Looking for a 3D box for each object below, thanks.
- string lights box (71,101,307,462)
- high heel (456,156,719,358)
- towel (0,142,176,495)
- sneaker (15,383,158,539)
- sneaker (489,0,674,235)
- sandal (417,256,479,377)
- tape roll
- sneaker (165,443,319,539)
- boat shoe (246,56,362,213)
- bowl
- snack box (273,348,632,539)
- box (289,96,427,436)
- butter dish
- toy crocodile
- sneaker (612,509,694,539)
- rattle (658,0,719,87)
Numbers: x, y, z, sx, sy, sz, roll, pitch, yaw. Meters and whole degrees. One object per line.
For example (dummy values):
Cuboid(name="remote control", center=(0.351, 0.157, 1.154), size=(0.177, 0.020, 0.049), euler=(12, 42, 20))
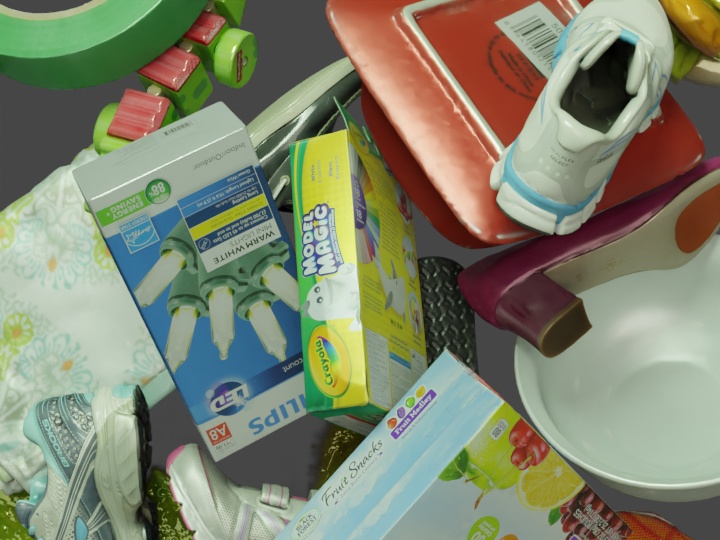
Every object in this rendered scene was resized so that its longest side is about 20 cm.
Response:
Cuboid(name="string lights box", center=(-0.090, 0.010, 0.727), size=(0.102, 0.059, 0.201), euler=(-27, 120, -11))
Cuboid(name="high heel", center=(0.160, -0.029, 0.774), size=(0.199, 0.096, 0.068), euler=(-34, 133, -17))
Cuboid(name="towel", center=(-0.206, 0.035, 0.798), size=(0.199, 0.048, 0.172), euler=(-36, 92, -1))
Cuboid(name="sneaker", center=(-0.181, 0.169, 0.773), size=(0.086, 0.078, 0.202), euler=(0, 107, -2))
Cuboid(name="sneaker", center=(0.143, -0.110, 0.651), size=(0.075, 0.087, 0.201), euler=(27, 52, 3))
Cuboid(name="sandal", center=(0.054, 0.092, 0.814), size=(0.074, 0.045, 0.202), euler=(2, 76, -7))
Cuboid(name="tape roll", center=(-0.190, -0.220, 0.762), size=(0.199, 0.048, 0.202), euler=(-3, 73, 8))
Cuboid(name="sneaker", center=(-0.047, 0.180, 0.793), size=(0.200, 0.081, 0.088), euler=(43, 88, -10))
Cuboid(name="boat shoe", center=(-0.057, -0.072, 0.789), size=(0.200, 0.072, 0.068), euler=(-46, 108, -14))
Cuboid(name="bowl", center=(0.206, 0.077, 0.770), size=(0.199, 0.091, 0.202), euler=(-10, 48, 11))
Cuboid(name="snack box", center=(0.061, 0.171, 0.725), size=(0.169, 0.068, 0.200), euler=(-47, 131, -2))
Cuboid(name="box", center=(0.000, 0.000, 0.746), size=(0.048, 0.117, 0.202), euler=(-10, 70, 20))
Cuboid(name="butter dish", center=(0.085, -0.090, 0.761), size=(0.198, 0.148, 0.201), euler=(-22, 67, -28))
Cuboid(name="toy crocodile", center=(-0.126, -0.122, 0.771), size=(0.067, 0.062, 0.201), euler=(21, 72, 17))
Cuboid(name="sneaker", center=(0.228, 0.219, 0.799), size=(0.199, 0.077, 0.074), euler=(19, 91, 1))
Cuboid(name="rattle", center=(0.282, -0.209, 0.769), size=(0.198, 0.143, 0.131), euler=(-17, 73, 4))
